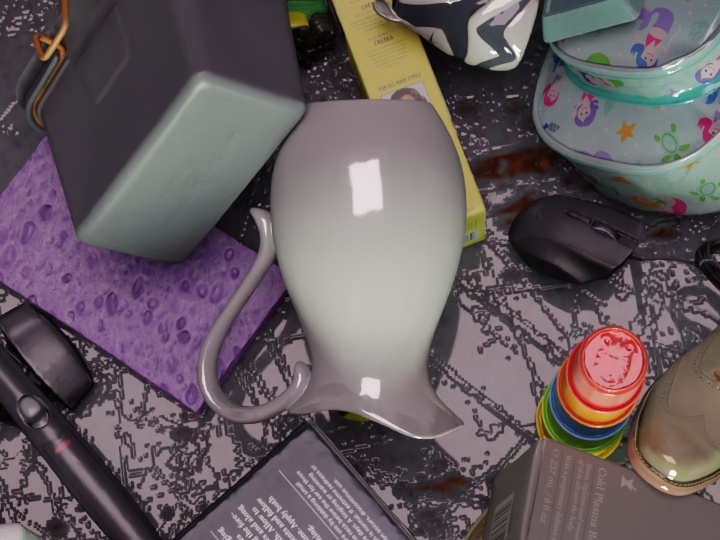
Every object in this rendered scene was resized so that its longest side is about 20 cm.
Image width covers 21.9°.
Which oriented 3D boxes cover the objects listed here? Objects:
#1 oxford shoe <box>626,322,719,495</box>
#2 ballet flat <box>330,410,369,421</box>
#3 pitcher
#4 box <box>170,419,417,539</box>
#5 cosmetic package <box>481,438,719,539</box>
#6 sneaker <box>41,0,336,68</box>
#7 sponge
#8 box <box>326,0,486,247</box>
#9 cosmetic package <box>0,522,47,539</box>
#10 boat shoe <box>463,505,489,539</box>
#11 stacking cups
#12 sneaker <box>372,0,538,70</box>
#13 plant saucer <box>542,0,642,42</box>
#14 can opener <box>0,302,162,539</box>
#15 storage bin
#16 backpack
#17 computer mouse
[{"bbox_3d":[0.229,0.062,1.152,0.071,0.074,0.200,36,47,12],"label":"oxford shoe"},{"bbox_3d":[0.000,0.000,1.235,0.067,0.067,0.202,-3,78,-21],"label":"ballet flat"},{"bbox_3d":[-0.019,-0.002,1.147,0.170,0.121,0.202,0,91,10],"label":"pitcher"},{"bbox_3d":[-0.067,0.205,1.136,0.200,0.149,0.107,-41,78,-7],"label":"box"},{"bbox_3d":[0.173,0.190,1.125,0.199,0.090,0.107,18,61,-11],"label":"cosmetic package"},{"bbox_3d":[-0.122,-0.169,1.276,0.198,0.078,0.086,-12,69,-10],"label":"sneaker"},{"bbox_3d":[-0.156,-0.001,1.251,0.199,0.030,0.112,33,79,9],"label":"sponge"},{"bbox_3d":[0.029,-0.113,1.250,0.050,0.075,0.201,-21,77,-1],"label":"box"},{"bbox_3d":[-0.255,0.250,1.105,0.166,0.200,0.168,-5,76,0],"label":"cosmetic package"},{"bbox_3d":[0.079,0.210,1.165,0.071,0.076,0.201,32,79,10],"label":"boat shoe"},{"bbox_3d":[0.142,0.079,1.132,0.060,0.200,0.061,0,78,2],"label":"stacking cups"},{"bbox_3d":[0.064,-0.239,1.201,0.129,0.079,0.201,15,96,-4],"label":"sneaker"},{"bbox_3d":[0.158,-0.236,1.184,0.070,0.019,0.201,-11,54,38],"label":"plant saucer"},{"bbox_3d":[-0.191,0.113,1.206,0.078,0.063,0.200,-37,78,-1],"label":"can opener"},{"bbox_3d":[-0.125,-0.109,1.157,0.145,0.200,0.135,15,42,-35],"label":"storage bin"},{"bbox_3d":[0.204,-0.143,1.206,0.177,0.150,0.201,17,82,38],"label":"backpack"},{"bbox_3d":[0.183,-0.016,1.198,0.199,0.034,0.059,11,49,31],"label":"computer mouse"}]
